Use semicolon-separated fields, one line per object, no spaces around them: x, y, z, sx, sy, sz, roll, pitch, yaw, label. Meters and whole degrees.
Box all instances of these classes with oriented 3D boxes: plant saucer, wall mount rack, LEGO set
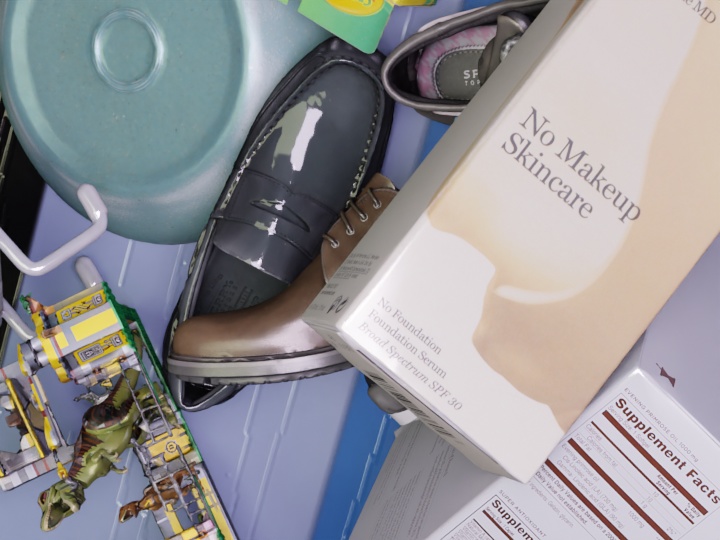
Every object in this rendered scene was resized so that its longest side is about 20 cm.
-0.109;-0.111;1.497;0.199;0.036;0.201;4;98;28;plant saucer
-0.196;-0.055;1.497;0.074;0.200;0.174;-37;79;-16;wall mount rack
-0.138;0.107;1.472;0.116;0.154;0.201;-25;96;0;LEGO set

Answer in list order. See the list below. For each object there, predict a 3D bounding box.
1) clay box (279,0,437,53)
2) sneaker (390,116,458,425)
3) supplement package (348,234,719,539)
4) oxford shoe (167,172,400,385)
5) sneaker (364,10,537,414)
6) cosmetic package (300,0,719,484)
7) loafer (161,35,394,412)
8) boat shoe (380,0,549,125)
0.013;-0.214;1.408;0.115;0.048;0.200;34;109;20;clay box
0.061;-0.026;1.335;0.082;0.074;0.200;39;90;3;sneaker
0.111;0.105;1.300;0.147;0.191;0.200;44;117;-9;supplement package
0.000;0.000;1.400;0.199;0.073;0.085;-19;98;-3;oxford shoe
0.061;-0.033;1.262;0.199;0.076;0.114;-42;90;-3;sneaker
0.080;-0.026;1.189;0.105;0.071;0.200;38;84;-12;cosmetic package
-0.039;-0.018;1.444;0.068;0.070;0.201;25;112;-6;loafer
0.103;-0.097;1.372;0.199;0.057;0.067;-7;93;29;boat shoe
